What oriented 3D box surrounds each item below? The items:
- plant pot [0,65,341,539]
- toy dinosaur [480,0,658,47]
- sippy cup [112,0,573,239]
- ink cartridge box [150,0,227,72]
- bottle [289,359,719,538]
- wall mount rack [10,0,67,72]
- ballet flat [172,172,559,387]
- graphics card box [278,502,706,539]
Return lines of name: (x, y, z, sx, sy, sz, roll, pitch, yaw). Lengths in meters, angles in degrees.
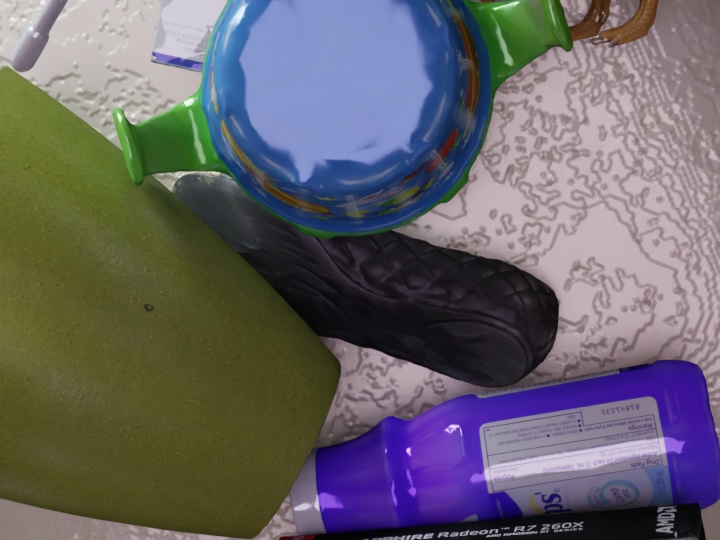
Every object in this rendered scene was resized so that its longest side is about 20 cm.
plant pot: (-0.116, 0.036, 0.790, 0.199, 0.187, 0.188, 27, 99, -8)
toy dinosaur: (0.113, -0.159, 0.785, 0.199, 0.060, 0.107, -10, 104, -1)
sippy cup: (-0.008, -0.081, 0.734, 0.139, 0.130, 0.178, 37, 94, 1)
ink cartridge box: (-0.033, -0.187, 0.815, 0.099, 0.039, 0.201, 13, 96, 5)
bottle: (0.067, 0.092, 0.809, 0.199, 0.084, 0.066, -10, 62, 7)
wall mount rack: (-0.072, -0.168, 0.691, 0.173, 0.201, 0.075, -16, 135, 9)
ballet flat: (0.000, 0.000, 0.834, 0.199, 0.057, 0.067, 25, 126, 8)
graphics card box: (0.059, 0.176, 0.765, 0.199, 0.051, 0.126, -7, 99, 15)
